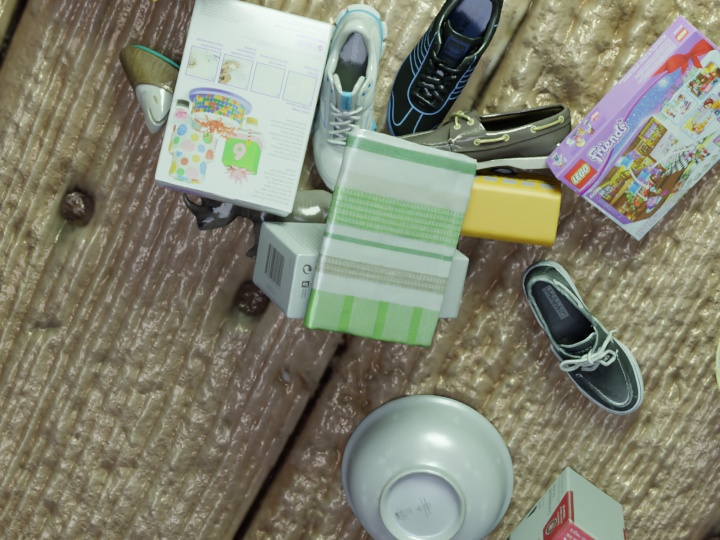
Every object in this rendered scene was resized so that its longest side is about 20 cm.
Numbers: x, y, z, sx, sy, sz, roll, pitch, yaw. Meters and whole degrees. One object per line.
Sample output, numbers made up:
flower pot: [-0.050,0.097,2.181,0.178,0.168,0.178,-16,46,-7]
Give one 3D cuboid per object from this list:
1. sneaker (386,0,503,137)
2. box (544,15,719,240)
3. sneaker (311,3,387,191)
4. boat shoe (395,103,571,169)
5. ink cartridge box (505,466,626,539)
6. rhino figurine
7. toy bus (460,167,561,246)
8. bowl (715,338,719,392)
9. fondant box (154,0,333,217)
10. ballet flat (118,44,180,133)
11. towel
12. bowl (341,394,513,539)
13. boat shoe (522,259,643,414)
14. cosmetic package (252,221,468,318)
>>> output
sneaker: [0.083,-0.215,1.419,0.070,0.078,0.201,26,108,-3]
box: [0.305,-0.142,1.409,0.137,0.039,0.200,33,109,-31]
sneaker: [-0.017,-0.173,1.441,0.074,0.087,0.201,5,108,3]
boat shoe: [0.122,-0.138,1.430,0.198,0.072,0.060,-3,114,-5]
ink cartridge box: [0.203,0.340,1.538,0.084,0.144,0.200,35,107,-3]
rhino figurine: [-0.095,-0.057,1.495,0.199,0.060,0.088,15,103,-2]
toy bus: [0.109,-0.074,1.459,0.198,0.078,0.066,8,107,4]
bowl: [0.471,0.083,1.455,0.199,0.094,0.202,2,107,7]
fondant box: [-0.120,-0.170,1.420,0.143,0.058,0.201,13,85,-8]
ballet flat: [-0.181,-0.162,1.465,0.199,0.073,0.068,33,152,-7]
towel: [0.028,-0.030,1.370,0.148,0.031,0.201,12,97,-26]
bowl: [0.073,0.249,1.555,0.200,0.090,0.203,2,106,6]
boat shoe: [0.243,0.080,1.494,0.073,0.068,0.200,-28,102,14]
cosmetic package: [0.000,0.000,1.437,0.199,0.101,0.072,1,111,-26]
